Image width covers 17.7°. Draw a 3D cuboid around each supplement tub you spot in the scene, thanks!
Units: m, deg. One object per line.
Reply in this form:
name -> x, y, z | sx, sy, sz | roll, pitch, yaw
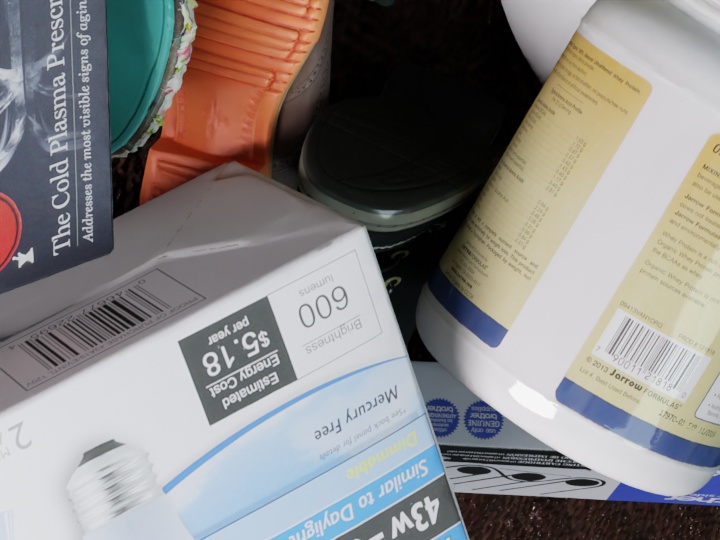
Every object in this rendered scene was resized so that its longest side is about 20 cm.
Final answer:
supplement tub -> 0.128, -0.026, 0.944 | 0.144, 0.144, 0.200 | 18, 107, -49

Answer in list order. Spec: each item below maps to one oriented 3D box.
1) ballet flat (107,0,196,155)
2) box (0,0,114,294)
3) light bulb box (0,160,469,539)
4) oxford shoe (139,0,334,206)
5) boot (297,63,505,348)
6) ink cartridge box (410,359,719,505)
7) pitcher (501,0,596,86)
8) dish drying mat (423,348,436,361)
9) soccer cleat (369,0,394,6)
ballet flat -> -0.088, -0.137, 0.880 | 0.064, 0.075, 0.200 | -51, 154, -48
box -> -0.189, -0.081, 0.799 | 0.182, 0.104, 0.201 | -22, 130, -32
light bulb box -> -0.076, 0.095, 0.907 | 0.198, 0.125, 0.201 | -28, 116, -18
oxford shoe -> -0.044, -0.090, 0.981 | 0.073, 0.071, 0.201 | -30, 140, -62
boot -> 0.002, 0.000, 1.020 | 0.204, 0.073, 0.154 | -49, 162, -68
ink cartridge box -> 0.117, 0.081, 1.120 | 0.094, 0.199, 0.044 | 100, -8, -71
pitcher -> 0.154, -0.111, 1.048 | 0.121, 0.171, 0.201 | -52, 129, -65
dish drying mat -> 0.060, 0.016, 1.111 | 0.077, 0.018, 0.200 | -41, 166, -17
soccer cleat -> 0.086, -0.161, 0.961 | 0.067, 0.199, 0.081 | 5, 73, -71
